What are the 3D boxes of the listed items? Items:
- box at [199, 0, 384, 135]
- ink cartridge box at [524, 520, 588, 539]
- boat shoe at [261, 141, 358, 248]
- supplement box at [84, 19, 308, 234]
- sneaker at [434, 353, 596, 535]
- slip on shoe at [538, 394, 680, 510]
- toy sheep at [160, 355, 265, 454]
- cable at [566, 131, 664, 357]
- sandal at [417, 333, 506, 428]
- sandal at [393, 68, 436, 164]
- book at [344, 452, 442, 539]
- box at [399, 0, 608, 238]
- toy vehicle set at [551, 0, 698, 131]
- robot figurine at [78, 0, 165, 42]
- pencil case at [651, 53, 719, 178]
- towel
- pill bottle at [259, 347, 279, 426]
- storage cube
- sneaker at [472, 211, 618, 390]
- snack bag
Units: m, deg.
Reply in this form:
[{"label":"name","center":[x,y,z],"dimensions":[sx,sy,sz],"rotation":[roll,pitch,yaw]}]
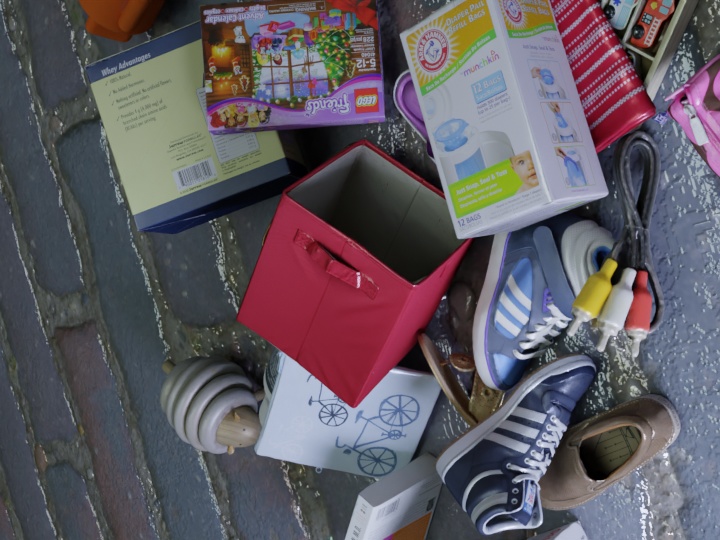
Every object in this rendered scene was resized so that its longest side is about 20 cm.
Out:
[{"label":"box","center":[-0.074,-0.228,1.082],"dimensions":[0.196,0.039,0.140],"rotation":[-5,90,1]},{"label":"ink cartridge box","center":[0.149,0.361,1.060],"dimensions":[0.199,0.144,0.085],"rotation":[-37,77,42]},{"label":"boat shoe","center":[-0.054,-0.072,1.180],"dimensions":[0.076,0.073,0.200],"rotation":[55,132,16]},{"label":"supplement box","center":[-0.191,-0.173,1.179],"dimensions":[0.197,0.134,0.203],"rotation":[-19,88,7]},{"label":"sneaker","center":[0.175,0.181,0.982],"dimensions":[0.200,0.070,0.109],"rotation":[-41,47,12]},{"label":"slip on shoe","center":[0.233,0.191,0.992],"dimensions":[0.200,0.060,0.077],"rotation":[-40,74,42]},{"label":"toy sheep","center":[-0.207,0.180,1.356],"dimensions":[0.198,0.137,0.140],"rotation":[27,119,35]},{"label":"cable","center":[0.254,-0.021,0.892],"dimensions":[0.050,0.096,0.203],"rotation":[-162,89,-77]},{"label":"sandal","center":[0.144,0.148,1.077],"dimensions":[0.069,0.078,0.214],"rotation":[-29,88,12]},{"label":"sandal","center":[0.099,-0.138,1.033],"dimensions":[0.202,0.049,0.083],"rotation":[42,127,27]},{"label":"book","center":[0.027,0.327,1.175],"dimensions":[0.048,0.133,0.203],"rotation":[34,123,31]},{"label":"box","center":[0.129,-0.144,0.892],"dimensions":[0.112,0.101,0.203],"rotation":[-20,83,42]},{"label":"toy vehicle set","center":[0.238,-0.246,0.887],"dimensions":[0.124,0.026,0.202],"rotation":[37,124,31]},{"label":"robot figurine","center":[-0.304,-0.397,1.297],"dimensions":[0.116,0.145,0.200],"rotation":[38,131,-8]},{"label":"pencil case","center":[0.333,-0.081,0.798],"dimensions":[0.201,0.093,0.091],"rotation":[55,131,16]},{"label":"towel","center":[0.178,-0.194,0.925],"dimensions":[0.144,0.022,0.202],"rotation":[-36,75,43]},{"label":"pill bottle","center":[-0.053,0.121,1.202],"dimensions":[0.120,0.119,0.201],"rotation":[46,128,24]},{"label":"storage cube","center":[0.000,0.000,1.056],"dimensions":[0.170,0.200,0.181],"rotation":[34,126,12]},{"label":"sneaker","center":[0.194,0.043,0.972],"dimensions":[0.145,0.080,0.204],"rotation":[20,110,43]},{"label":"snack bag","center":[-0.018,0.171,1.154],"dimensions":[0.022,0.197,0.191],"rotation":[-90,15,-52]}]
